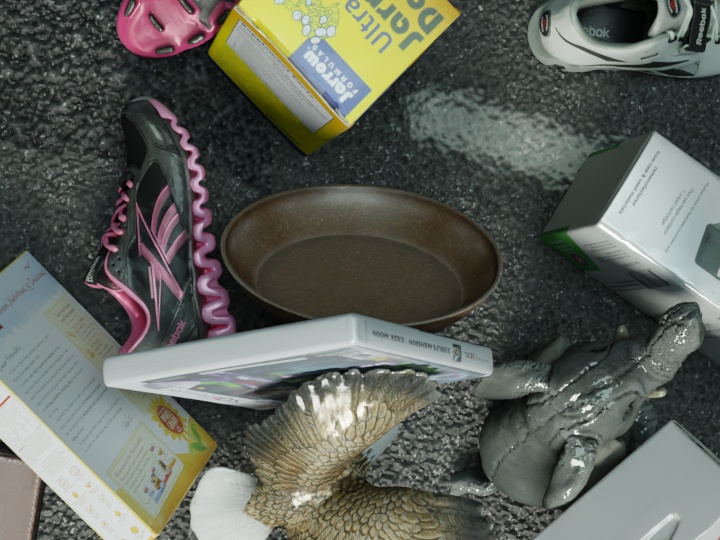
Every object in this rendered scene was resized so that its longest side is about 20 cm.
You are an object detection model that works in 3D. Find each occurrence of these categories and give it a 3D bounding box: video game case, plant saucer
[{"bbox_3d":[-0.039,0.065,1.164,0.199,0.181,0.024,-11,76,30],"label":"video game case"},{"bbox_3d":[0.000,0.000,1.229,0.198,0.201,0.037,-2,121,-11],"label":"plant saucer"}]

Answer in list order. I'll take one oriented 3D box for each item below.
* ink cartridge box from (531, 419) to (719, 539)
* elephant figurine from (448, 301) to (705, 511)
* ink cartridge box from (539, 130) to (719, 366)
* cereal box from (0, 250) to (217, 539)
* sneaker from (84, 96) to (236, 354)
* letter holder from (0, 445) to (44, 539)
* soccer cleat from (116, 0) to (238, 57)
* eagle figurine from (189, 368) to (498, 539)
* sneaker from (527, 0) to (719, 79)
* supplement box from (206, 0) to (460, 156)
[{"bbox_3d":[0.211,0.220,1.238,0.147,0.201,0.086,-39,52,-10],"label":"ink cartridge box"},{"bbox_3d":[0.147,0.095,1.221,0.140,0.200,0.156,18,78,9],"label":"elephant figurine"},{"bbox_3d":[0.249,-0.005,1.281,0.199,0.146,0.084,34,81,-8],"label":"ink cartridge box"},{"bbox_3d":[-0.197,0.089,1.198,0.200,0.144,0.039,46,113,-5],"label":"cereal box"},{"bbox_3d":[-0.153,-0.022,1.236,0.095,0.079,0.202,-12,89,-18],"label":"sneaker"},{"bbox_3d":[-0.299,0.217,1.193,0.141,0.101,0.202,10,86,-8],"label":"letter holder"},{"bbox_3d":[-0.096,-0.233,1.270,0.200,0.086,0.070,-41,109,14],"label":"soccer cleat"},{"bbox_3d":[-0.013,0.142,1.189,0.151,0.200,0.152,22,80,-22],"label":"eagle figurine"},{"bbox_3d":[0.234,-0.184,1.315,0.198,0.088,0.075,-7,88,-12],"label":"sneaker"},{"bbox_3d":[-0.024,-0.163,1.207,0.109,0.200,0.110,45,81,-6],"label":"supplement box"}]
